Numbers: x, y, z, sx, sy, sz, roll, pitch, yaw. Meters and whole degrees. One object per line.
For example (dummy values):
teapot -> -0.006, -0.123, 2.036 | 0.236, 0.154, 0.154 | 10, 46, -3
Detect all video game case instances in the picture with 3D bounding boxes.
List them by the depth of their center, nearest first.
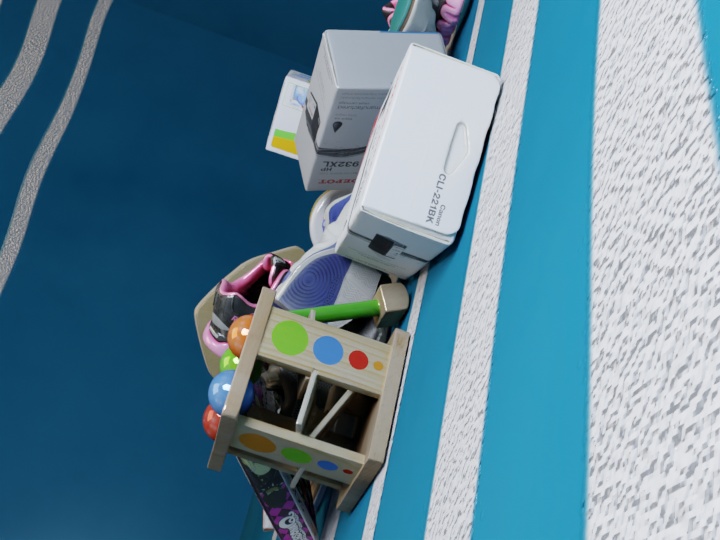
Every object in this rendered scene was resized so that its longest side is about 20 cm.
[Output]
video game case -> -0.098, 0.179, 0.982 | 0.201, 0.035, 0.184 | -110, -2, -66

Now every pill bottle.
pill bottle -> -0.019, -0.066, 1.310 | 0.200, 0.109, 0.114 | -116, 44, -84

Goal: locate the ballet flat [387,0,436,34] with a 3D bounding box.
ballet flat -> 0.055, -0.272, 1.102 | 0.201, 0.068, 0.071 | 123, 165, -53

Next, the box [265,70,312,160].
box -> -0.023, -0.195, 1.279 | 0.113, 0.196, 0.103 | -95, 23, -73

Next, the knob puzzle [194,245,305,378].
knob puzzle -> -0.109, 0.065, 1.081 | 0.030, 0.216, 0.224 | 28, 102, 55

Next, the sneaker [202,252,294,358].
sneaker -> -0.077, 0.021, 0.976 | 0.198, 0.079, 0.097 | -24, -46, -37

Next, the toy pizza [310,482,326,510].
toy pizza -> -0.047, 0.201, 1.136 | 0.200, 0.031, 0.205 | -162, 89, -86

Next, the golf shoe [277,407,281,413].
golf shoe -> -0.040, 0.091, 1.029 | 0.088, 0.076, 0.205 | 39, -124, -53

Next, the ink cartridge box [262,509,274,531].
ink cartridge box -> -0.114, 0.275, 1.265 | 0.200, 0.049, 0.166 | 119, 152, -71

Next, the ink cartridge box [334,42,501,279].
ink cartridge box -> 0.044, -0.086, 0.805 | 0.200, 0.082, 0.147 | 134, 154, -78

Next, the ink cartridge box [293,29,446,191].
ink cartridge box -> 0.011, -0.185, 1.095 | 0.201, 0.142, 0.085 | 115, 146, -58

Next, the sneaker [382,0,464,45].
sneaker -> 0.069, -0.304, 1.160 | 0.202, 0.093, 0.080 | 111, 173, -47

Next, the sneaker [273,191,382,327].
sneaker -> -0.014, -0.020, 0.960 | 0.200, 0.080, 0.115 | -51, 13, -14

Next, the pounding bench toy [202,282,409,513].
pounding bench toy -> -0.048, 0.083, 0.830 | 0.125, 0.153, 0.203 | 115, 172, -55

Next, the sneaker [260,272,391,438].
sneaker -> -0.034, 0.083, 0.947 | 0.076, 0.112, 0.203 | 128, 162, -73
